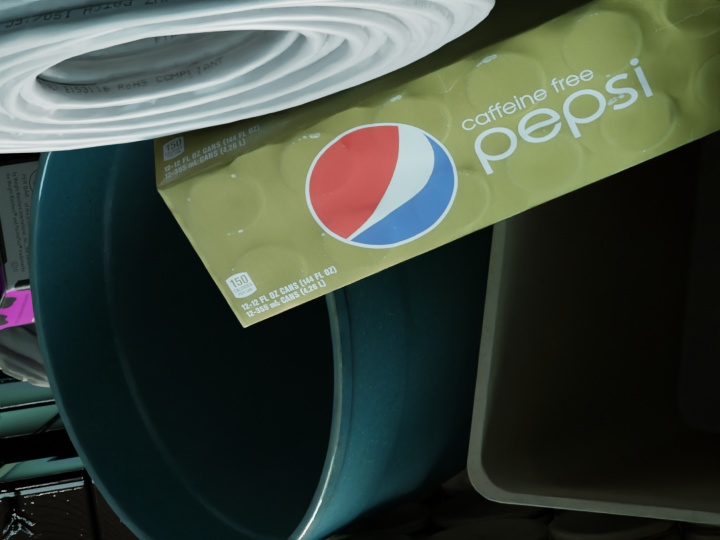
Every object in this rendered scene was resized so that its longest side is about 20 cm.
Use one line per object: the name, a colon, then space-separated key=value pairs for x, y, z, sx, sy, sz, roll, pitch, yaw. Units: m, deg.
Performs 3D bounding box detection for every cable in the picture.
cable: x=-0.056 y=-0.084 z=0.768 sx=0.198 sy=0.070 sz=0.200 roll=-12 pitch=172 yaw=13

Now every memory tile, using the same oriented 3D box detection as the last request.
memory tile: x=0.077 y=0.095 z=1.055 sx=0.198 sy=0.017 sz=0.153 roll=-8 pitch=-172 yaw=6

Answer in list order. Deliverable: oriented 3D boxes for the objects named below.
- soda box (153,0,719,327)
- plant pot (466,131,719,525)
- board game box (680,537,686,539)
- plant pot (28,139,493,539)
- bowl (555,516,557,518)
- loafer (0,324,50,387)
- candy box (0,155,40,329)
soda box: x=0.034 y=-0.060 z=0.874 sx=0.199 sy=0.064 sz=0.068 roll=-23 pitch=127 yaw=10
plant pot: x=0.166 y=-0.005 z=0.978 sx=0.198 sy=0.202 sz=0.177 roll=5 pitch=176 yaw=18
board game box: x=0.130 y=0.127 z=0.997 sx=0.150 sy=0.047 sz=0.199 roll=-4 pitch=-170 yaw=36
plant pot: x=0.000 y=0.000 z=1.062 sx=0.187 sy=0.202 sz=0.200 roll=-14 pitch=176 yaw=-38
bowl: x=0.080 y=0.186 z=1.089 sx=0.199 sy=0.095 sz=0.201 roll=12 pitch=-157 yaw=-5
loafer: x=-0.114 y=0.031 z=1.307 sx=0.199 sy=0.070 sz=0.070 roll=16 pitch=-164 yaw=39
candy box: x=-0.072 y=-0.024 z=1.220 sx=0.198 sy=0.062 sz=0.136 roll=-8 pitch=173 yaw=-12
